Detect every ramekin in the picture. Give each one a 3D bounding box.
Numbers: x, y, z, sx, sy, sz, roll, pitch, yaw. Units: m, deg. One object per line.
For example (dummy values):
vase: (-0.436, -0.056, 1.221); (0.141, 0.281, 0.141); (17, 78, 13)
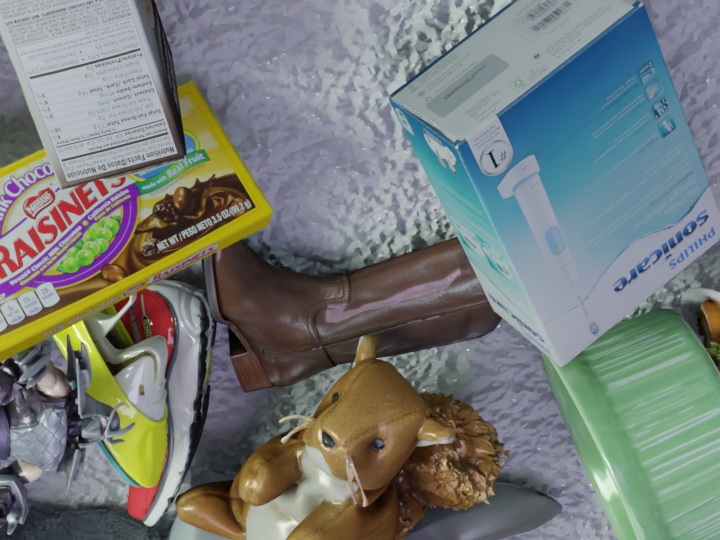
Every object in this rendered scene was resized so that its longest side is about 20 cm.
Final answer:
ramekin: (0.209, 0.125, 1.331); (0.097, 0.201, 0.201); (-24, 130, 0)

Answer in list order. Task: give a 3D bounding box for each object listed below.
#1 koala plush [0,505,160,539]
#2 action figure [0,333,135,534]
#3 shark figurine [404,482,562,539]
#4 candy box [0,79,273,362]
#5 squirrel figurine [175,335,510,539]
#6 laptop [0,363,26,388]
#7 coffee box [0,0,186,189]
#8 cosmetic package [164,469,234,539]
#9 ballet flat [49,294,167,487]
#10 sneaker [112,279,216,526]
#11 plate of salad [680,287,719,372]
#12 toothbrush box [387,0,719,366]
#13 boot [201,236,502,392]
koala plush: (-0.254, 0.288, 1.401); (0.182, 0.178, 0.201); (12, 128, -6)
action figure: (-0.233, 0.099, 1.149); (0.198, 0.069, 0.131); (-2, 116, -17)
shark figurine: (0.042, 0.230, 1.454); (0.128, 0.090, 0.214); (34, 114, -31)
candy box: (-0.161, -0.030, 1.141); (0.199, 0.103, 0.026); (-28, 166, -22)
squirrel figurine: (0.003, 0.129, 1.315); (0.199, 0.142, 0.187); (-15, 143, -43)
laptop: (-0.312, 0.075, 1.236); (0.200, 0.116, 0.187); (-40, 125, 21)
coffee box: (-0.163, -0.162, 1.070); (0.079, 0.115, 0.201); (-14, 132, 1)
cosmetic package: (-0.076, 0.286, 1.379); (0.164, 0.201, 0.166); (20, 129, -13)
ballet flat: (-0.163, 0.044, 1.227); (0.067, 0.067, 0.201); (-26, 98, 17)
sneaker: (-0.148, 0.086, 1.319); (0.084, 0.077, 0.201); (13, 123, 3)
plate of salad: (0.289, 0.092, 1.320); (0.048, 0.200, 0.201); (-43, 129, -11)
toothbrush box: (0.127, -0.064, 1.197); (0.146, 0.085, 0.201); (-38, 129, -9)
boot: (0.000, 0.000, 1.267); (0.198, 0.065, 0.187); (-12, 144, 3)
